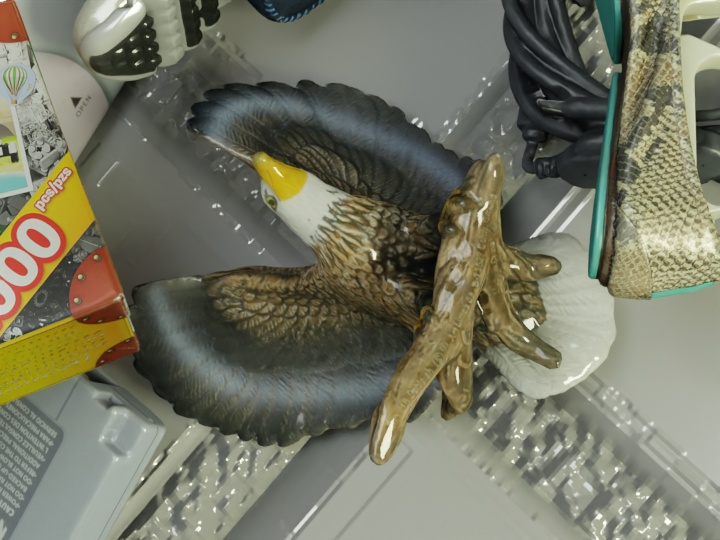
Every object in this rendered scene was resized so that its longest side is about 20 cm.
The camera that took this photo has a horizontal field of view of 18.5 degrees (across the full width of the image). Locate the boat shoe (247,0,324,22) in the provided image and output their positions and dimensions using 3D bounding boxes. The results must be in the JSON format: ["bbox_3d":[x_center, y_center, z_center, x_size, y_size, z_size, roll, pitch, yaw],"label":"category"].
[{"bbox_3d":[0.025,-0.188,1.017,0.200,0.084,0.069,-47,64,6],"label":"boat shoe"}]

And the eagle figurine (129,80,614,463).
[{"bbox_3d":[-0.004,-0.006,0.953,0.151,0.152,0.199,-27,16,-27],"label":"eagle figurine"}]

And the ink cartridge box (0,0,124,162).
[{"bbox_3d":[-0.193,-0.119,1.026,0.057,0.200,0.163,31,87,39],"label":"ink cartridge box"}]

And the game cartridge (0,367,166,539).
[{"bbox_3d":[-0.189,0.077,1.039,0.200,0.040,0.134,36,97,32],"label":"game cartridge"}]

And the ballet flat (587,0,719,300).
[{"bbox_3d":[0.126,-0.085,0.899,0.074,0.068,0.202,-2,73,2],"label":"ballet flat"}]

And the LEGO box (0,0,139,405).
[{"bbox_3d":[-0.213,-0.006,0.949,0.198,0.077,0.150,-22,73,-6],"label":"LEGO box"}]

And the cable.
[{"bbox_3d":[0.158,-0.114,0.955,0.198,0.051,0.165,-6,65,26],"label":"cable"}]

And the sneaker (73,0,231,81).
[{"bbox_3d":[-0.085,-0.172,1.039,0.081,0.075,0.201,26,62,10],"label":"sneaker"}]
